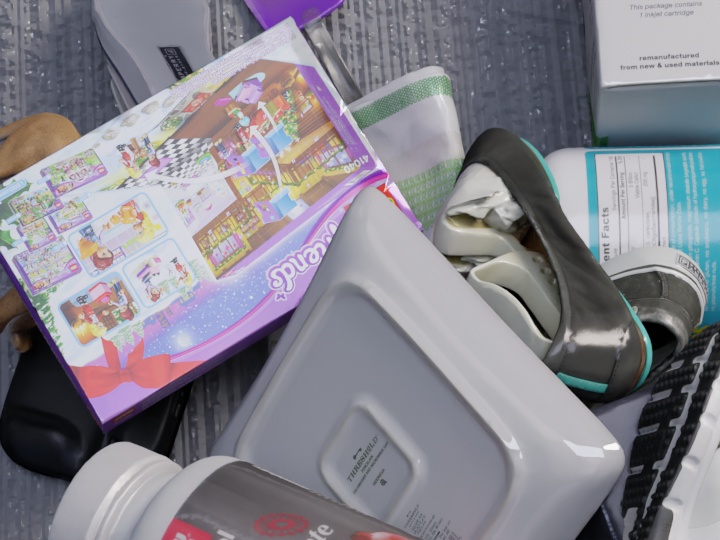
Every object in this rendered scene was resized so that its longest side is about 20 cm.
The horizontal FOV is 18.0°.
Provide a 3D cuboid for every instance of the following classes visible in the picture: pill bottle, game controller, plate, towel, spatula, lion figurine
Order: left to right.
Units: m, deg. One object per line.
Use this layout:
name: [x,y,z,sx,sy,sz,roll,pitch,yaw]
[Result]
lion figurine: [-0.170,-0.030,1.275,0.122,0.072,0.201,-35,67,15]
game controller: [-0.137,0.026,1.308,0.104,0.042,0.201,9,70,22]
pill bottle: [-0.047,0.154,1.080,0.199,0.111,0.111,21,72,25]
spatula: [-0.009,-0.113,1.352,0.056,0.021,0.201,-30,72,-1]
towel: [0.000,0.000,1.261,0.149,0.031,0.201,-24,61,36]
plate: [0.013,0.095,1.129,0.200,0.032,0.200,47,124,25]
pill bottle: [0.162,-0.014,1.259,0.198,0.111,0.112,-1,70,4]

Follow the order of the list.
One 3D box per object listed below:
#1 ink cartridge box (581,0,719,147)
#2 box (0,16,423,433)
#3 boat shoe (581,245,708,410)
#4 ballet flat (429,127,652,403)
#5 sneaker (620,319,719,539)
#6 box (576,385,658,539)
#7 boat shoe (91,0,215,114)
ink cartridge box: [0.168,-0.168,1.295,0.083,0.146,0.201,-3,70,4]
box: [-0.086,-0.025,1.201,0.199,0.039,0.137,-31,82,-10]
boat shoe: [0.096,0.055,1.208,0.071,0.200,0.064,43,38,-16]
ballet flat: [0.079,-0.010,1.149,0.068,0.068,0.200,-1,35,-25]
sneaker: [0.160,0.119,1.031,0.080,0.074,0.201,18,83,-11]
box: [0.208,0.105,1.161,0.199,0.197,0.118,-21,80,-4]
boat shoe: [-0.116,-0.105,1.320,0.073,0.066,0.200,1,38,-18]
